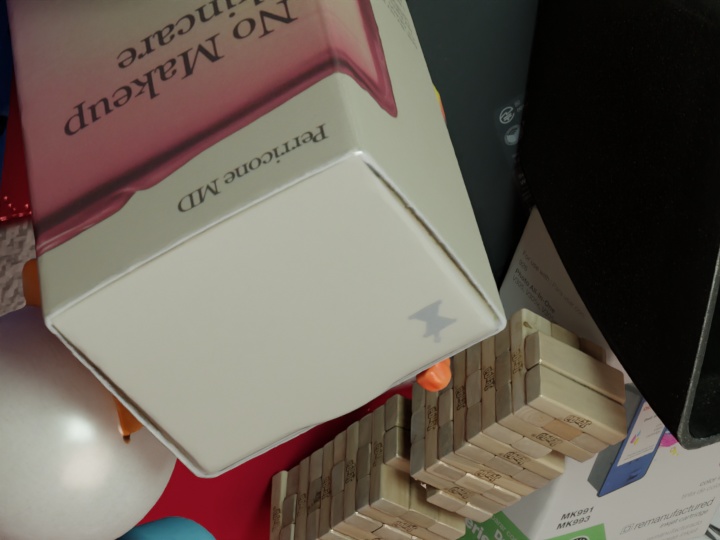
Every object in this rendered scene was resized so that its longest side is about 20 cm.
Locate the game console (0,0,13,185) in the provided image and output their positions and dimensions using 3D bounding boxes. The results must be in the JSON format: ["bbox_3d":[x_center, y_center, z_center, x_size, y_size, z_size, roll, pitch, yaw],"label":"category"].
[{"bbox_3d":[-0.223,-0.069,0.852,0.170,0.118,0.200,8,119,-5],"label":"game console"}]

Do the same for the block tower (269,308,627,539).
[{"bbox_3d":[0.037,0.088,1.055,0.058,0.054,0.200,27,137,-30],"label":"block tower"}]

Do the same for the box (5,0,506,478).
[{"bbox_3d":[-0.044,-0.049,0.822,0.128,0.200,0.109,-28,134,13],"label":"box"}]

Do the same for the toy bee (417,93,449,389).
[{"bbox_3d":[0.000,0.000,0.998,0.109,0.131,0.200,23,128,-7],"label":"toy bee"}]

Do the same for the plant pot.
[{"bbox_3d":[0.178,-0.071,0.987,0.200,0.177,0.200,-15,128,-29],"label":"plant pot"}]

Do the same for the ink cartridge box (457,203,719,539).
[{"bbox_3d":[0.131,0.054,1.127,0.145,0.088,0.200,-12,134,-37],"label":"ink cartridge box"}]

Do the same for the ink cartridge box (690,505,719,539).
[{"bbox_3d":[0.173,0.197,1.288,0.200,0.084,0.145,-22,131,-24],"label":"ink cartridge box"}]

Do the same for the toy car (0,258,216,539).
[{"bbox_3d":[-0.136,0.066,0.881,0.184,0.177,0.200,-11,139,-42],"label":"toy car"}]

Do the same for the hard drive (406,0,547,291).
[{"bbox_3d":[0.084,-0.098,1.047,0.139,0.033,0.200,-34,135,-12],"label":"hard drive"}]
